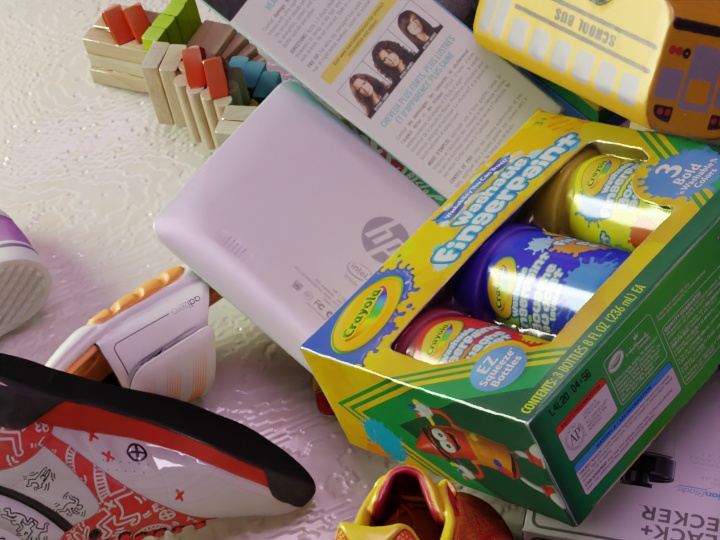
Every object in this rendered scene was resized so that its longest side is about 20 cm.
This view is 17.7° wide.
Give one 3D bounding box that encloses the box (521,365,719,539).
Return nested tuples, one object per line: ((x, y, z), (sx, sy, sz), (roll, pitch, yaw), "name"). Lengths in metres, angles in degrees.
((0.155, 0.081, 1.206), (0.116, 0.060, 0.201), (10, 52, 9), "box")

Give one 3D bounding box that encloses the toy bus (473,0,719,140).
((0.121, -0.136, 1.209), (0.065, 0.079, 0.200), (5, 17, -34), "toy bus")

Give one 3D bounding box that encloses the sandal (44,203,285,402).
((-0.088, 0.031, 1.234), (0.206, 0.079, 0.059), (-35, 78, -19), "sandal")

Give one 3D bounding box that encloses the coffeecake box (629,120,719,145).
((0.270, -0.079, 1.227), (0.199, 0.153, 0.073), (17, 87, -22), "coffeecake box")

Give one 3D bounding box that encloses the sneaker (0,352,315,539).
((-0.129, 0.118, 1.176), (0.201, 0.108, 0.067), (19, 12, -27), "sneaker")

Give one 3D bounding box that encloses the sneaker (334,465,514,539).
((0.036, 0.127, 1.103), (0.073, 0.078, 0.200), (1, 5, 11), "sneaker")

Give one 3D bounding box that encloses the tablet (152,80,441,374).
((0.000, 0.000, 1.234), (0.200, 0.014, 0.130), (41, 60, 0), "tablet")

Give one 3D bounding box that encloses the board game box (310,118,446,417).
((0.009, -0.007, 1.302), (0.095, 0.030, 0.201), (-6, 54, -6), "board game box")

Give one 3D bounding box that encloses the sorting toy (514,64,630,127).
((0.208, -0.123, 1.367), (0.198, 0.070, 0.200), (-34, 58, -24), "sorting toy")

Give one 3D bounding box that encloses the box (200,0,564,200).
((0.009, -0.121, 1.277), (0.200, 0.049, 0.082), (39, 91, -8), "box")

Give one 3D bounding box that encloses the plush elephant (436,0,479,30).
((0.030, -0.182, 1.365), (0.164, 0.200, 0.156), (-19, 85, 14), "plush elephant")

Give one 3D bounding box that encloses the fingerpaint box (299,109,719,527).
((0.097, 0.015, 1.152), (0.200, 0.074, 0.166), (-44, 36, -24), "fingerpaint box")

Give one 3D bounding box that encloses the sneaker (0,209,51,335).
((-0.282, 0.008, 1.266), (0.200, 0.073, 0.114), (-18, 49, -27), "sneaker")

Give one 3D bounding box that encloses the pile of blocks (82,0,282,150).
((-0.088, -0.119, 1.349), (0.082, 0.062, 0.200), (-36, 50, -20), "pile of blocks")
